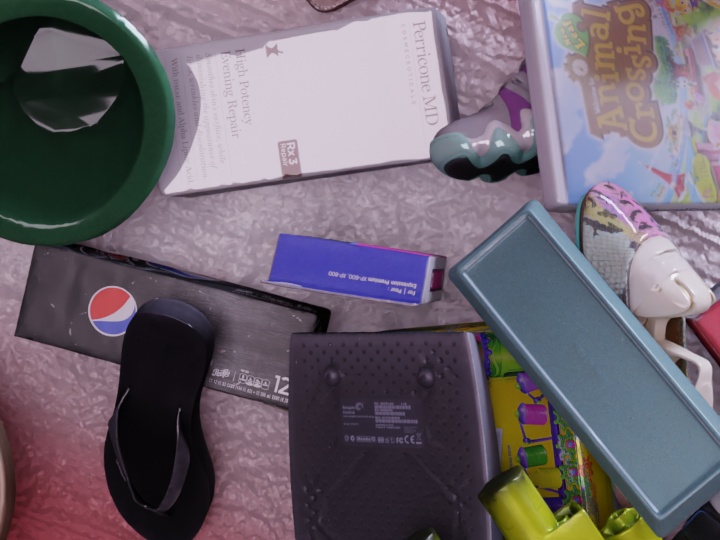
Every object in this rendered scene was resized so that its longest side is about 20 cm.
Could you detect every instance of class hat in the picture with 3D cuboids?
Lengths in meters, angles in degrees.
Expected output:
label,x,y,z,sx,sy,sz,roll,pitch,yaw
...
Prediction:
label,x,y,z,sx,sy,sz,roll,pitch,yaw
hat,-0.195,-0.139,1.238,0.165,0.176,0.200,25,112,-10

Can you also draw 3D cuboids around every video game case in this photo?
label,x,y,z,sx,sy,sz,roll,pitch,yaw
video game case,0.189,-0.135,1.156,0.182,0.022,0.201,-1,76,-19

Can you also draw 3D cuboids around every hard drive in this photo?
label,x,y,z,sx,sy,sz,roll,pitch,yaw
hard drive,0.024,0.134,1.098,0.135,0.042,0.201,-2,94,31

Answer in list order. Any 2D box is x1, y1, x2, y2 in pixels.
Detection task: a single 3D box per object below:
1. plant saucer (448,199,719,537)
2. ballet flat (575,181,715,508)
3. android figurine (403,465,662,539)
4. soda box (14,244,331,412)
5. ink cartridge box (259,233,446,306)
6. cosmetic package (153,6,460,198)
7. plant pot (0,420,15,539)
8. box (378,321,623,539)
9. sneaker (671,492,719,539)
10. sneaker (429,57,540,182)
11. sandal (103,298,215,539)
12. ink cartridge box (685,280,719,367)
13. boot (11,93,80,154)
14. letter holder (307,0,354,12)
label,x,y,z,sx,sy,sz,roll,pitch,yaw
plant saucer,0.132,0.052,1.046,0.070,0.019,0.200,-40,70,7
ballet flat,0.174,0.045,1.076,0.071,0.069,0.201,-5,91,51
android figurine,0.107,0.216,1.040,0.182,0.041,0.200,-36,97,-2
soda box,-0.125,0.035,1.245,0.199,0.063,0.071,15,93,6
ink cartridge box,0.000,0.000,1.158,0.094,0.200,0.037,9,93,6
cosmetic package,-0.037,-0.110,1.224,0.199,0.074,0.102,-9,91,9
plant pot,-0.323,0.142,1.260,0.200,0.093,0.201,0,92,8
box,0.077,0.134,1.162,0.192,0.122,0.201,-5,91,29
sneaker,0.227,0.173,1.131,0.073,0.200,0.112,40,84,24
sneaker,0.119,-0.141,1.187,0.200,0.078,0.140,-15,80,-22
sandal,-0.137,0.108,1.217,0.076,0.043,0.201,11,126,10
ink cartridge box,0.318,0.065,1.144,0.145,0.145,0.200,-37,86,5
boot,-0.299,-0.144,1.259,0.182,0.073,0.200,-30,94,-6
letter holder,-0.026,-0.286,1.204,0.142,0.101,0.200,-27,88,10
